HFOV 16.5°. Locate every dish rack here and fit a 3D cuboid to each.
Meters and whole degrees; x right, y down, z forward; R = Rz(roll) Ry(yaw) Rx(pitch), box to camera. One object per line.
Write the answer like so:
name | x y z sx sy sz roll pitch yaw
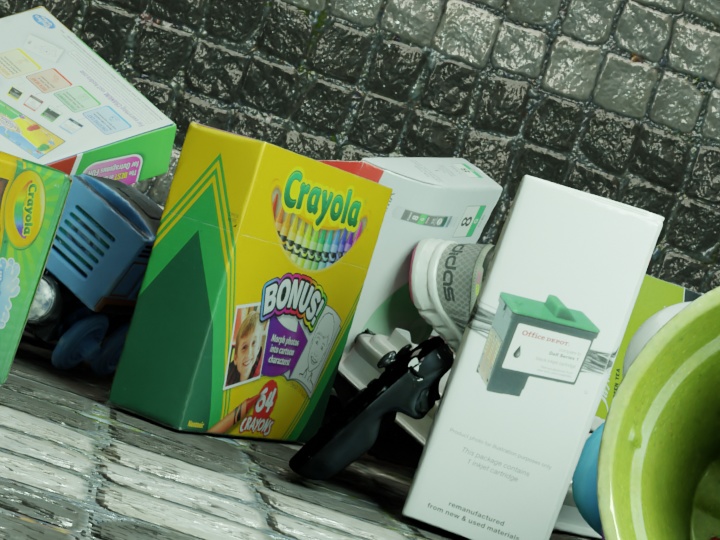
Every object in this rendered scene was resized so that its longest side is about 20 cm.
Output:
dish rack | 0.090 0.102 1.626 0.171 0.044 0.200 18 18 -49

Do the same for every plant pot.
plant pot | 0.221 0.117 1.209 0.200 0.201 0.184 18 -11 14

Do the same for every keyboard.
keyboard | 0.047 0.091 1.726 0.200 0.021 0.127 17 37 -50

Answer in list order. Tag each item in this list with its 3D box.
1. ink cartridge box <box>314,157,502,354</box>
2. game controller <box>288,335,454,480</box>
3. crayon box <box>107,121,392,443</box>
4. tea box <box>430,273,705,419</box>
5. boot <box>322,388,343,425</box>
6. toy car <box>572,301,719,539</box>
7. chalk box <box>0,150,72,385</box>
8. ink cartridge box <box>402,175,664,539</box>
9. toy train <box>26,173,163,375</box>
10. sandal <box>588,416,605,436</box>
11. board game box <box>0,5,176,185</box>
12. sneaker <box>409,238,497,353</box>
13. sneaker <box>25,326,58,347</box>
ink cartridge box | 0.000 0.000 1.718 0.050 0.161 0.200 36 21 27
game controller | 0.008 0.078 1.428 0.042 0.104 0.200 57 3 3
crayon box | -0.063 0.012 1.511 0.058 0.173 0.200 18 1 23
tea box | 0.165 0.075 2.011 0.196 0.134 0.200 18 -16 -39
boot | -0.026 0.087 1.793 0.199 0.068 0.131 17 13 -18
toy car | 0.203 0.127 1.387 0.150 0.175 0.200 -28 32 -34
chalk box | -0.245 -0.018 1.324 0.200 0.125 0.124 15 2 -43
ink cartridge box | 0.097 0.052 1.397 0.084 0.201 0.146 19 0 3
toy train | -0.155 0.004 1.592 0.087 0.114 0.200 43 10 17
sandal | 0.166 0.145 1.725 0.050 0.083 0.203 -28 10 -19
board game box | -0.242 -0.093 1.579 0.200 0.040 0.153 -20 49 -37
sneaker | 0.117 0.044 1.737 0.087 0.074 0.200 -1 -35 40
sneaker | -0.218 -0.005 1.679 0.200 0.100 0.075 14 21 -33
